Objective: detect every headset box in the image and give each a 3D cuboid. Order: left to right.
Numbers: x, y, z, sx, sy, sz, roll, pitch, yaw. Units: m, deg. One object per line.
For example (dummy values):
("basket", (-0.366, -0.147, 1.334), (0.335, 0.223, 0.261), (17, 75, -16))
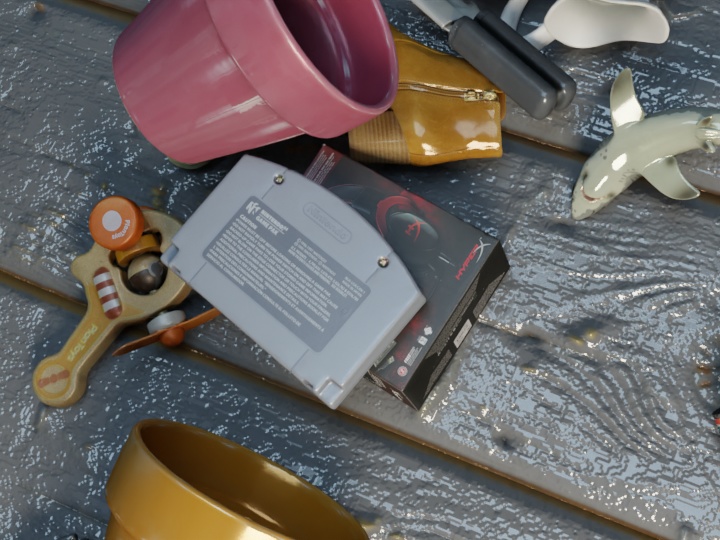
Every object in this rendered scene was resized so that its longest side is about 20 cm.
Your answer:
("headset box", (0.000, 0.000, 1.118), (0.200, 0.075, 0.149), (31, 81, 22))

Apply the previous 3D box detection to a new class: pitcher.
("pitcher", (0.200, -0.287, 1.164), (0.171, 0.121, 0.200), (-6, 64, 42))

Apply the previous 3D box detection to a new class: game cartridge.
("game cartridge", (-0.050, 0.000, 1.071), (0.200, 0.040, 0.133), (39, 89, 22))

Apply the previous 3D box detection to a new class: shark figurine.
("shark figurine", (0.281, -0.105, 1.094), (0.214, 0.089, 0.128), (3, 104, 22))

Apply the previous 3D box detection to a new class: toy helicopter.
("toy helicopter", (-0.210, 0.041, 1.167), (0.132, 0.079, 0.200), (38, 93, 14))

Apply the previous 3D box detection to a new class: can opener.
("can opener", (0.107, -0.215, 1.145), (0.053, 0.067, 0.200), (-26, 60, -37))

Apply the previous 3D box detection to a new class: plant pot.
("plant pot", (-0.121, 0.240, 1.006), (0.200, 0.200, 0.184), (29, 94, 21))
("plant pot", (-0.095, -0.181, 1.093), (0.179, 0.200, 0.200), (-25, 64, 28))

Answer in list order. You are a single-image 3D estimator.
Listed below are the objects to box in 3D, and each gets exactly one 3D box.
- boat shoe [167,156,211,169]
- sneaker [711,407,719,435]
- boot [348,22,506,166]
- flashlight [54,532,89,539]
("boat shoe", (-0.126, -0.189, 1.222), (0.074, 0.066, 0.200), (23, 77, 20))
("sneaker", (0.368, 0.134, 0.995), (0.199, 0.070, 0.094), (-7, 86, 9))
("boot", (0.057, -0.179, 1.185), (0.144, 0.071, 0.202), (-4, 64, 0))
("flashlight", (-0.315, 0.281, 1.092), (0.200, 0.068, 0.068), (-24, 65, 5))
